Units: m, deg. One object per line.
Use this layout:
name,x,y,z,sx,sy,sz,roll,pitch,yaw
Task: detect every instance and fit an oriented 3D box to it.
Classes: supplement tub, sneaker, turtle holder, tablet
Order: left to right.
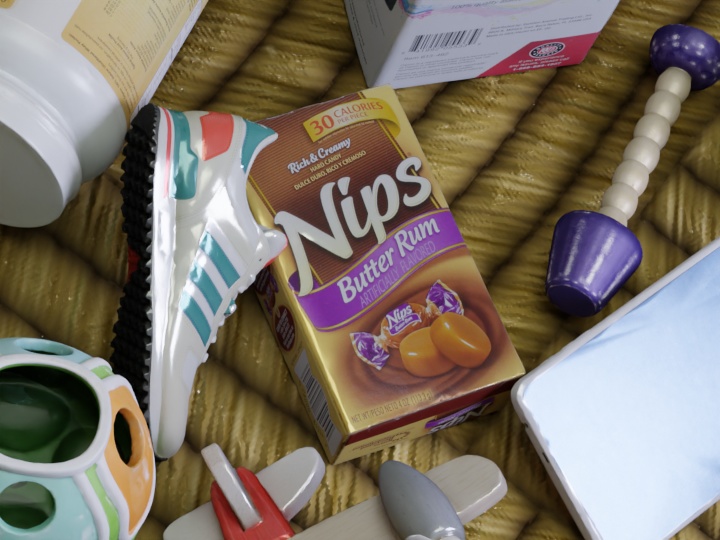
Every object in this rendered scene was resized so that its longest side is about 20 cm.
turtle holder,-0.198,0.091,1.571,0.185,0.132,0.141,30,62,1
supplement tub,-0.178,-0.140,1.678,0.144,0.145,0.200,28,62,0
sneaker,-0.085,0.008,1.640,0.093,0.070,0.201,0,95,-21
tablet,0.187,0.073,1.723,0.200,0.014,0.130,-34,101,-26

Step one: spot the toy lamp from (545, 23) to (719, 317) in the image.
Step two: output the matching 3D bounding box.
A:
toy lamp,0.163,-0.059,1.780,0.058,0.058,0.200,27,59,-1

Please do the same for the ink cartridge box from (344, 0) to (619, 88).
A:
ink cartridge box,0.085,-0.195,1.740,0.145,0.200,0.083,-8,68,-18

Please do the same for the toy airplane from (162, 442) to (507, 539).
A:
toy airplane,-0.036,0.174,1.568,0.198,0.141,0.201,13,75,14

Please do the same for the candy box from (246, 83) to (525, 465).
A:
candy box,0.000,0.000,1.709,0.116,0.056,0.200,-18,70,-21
